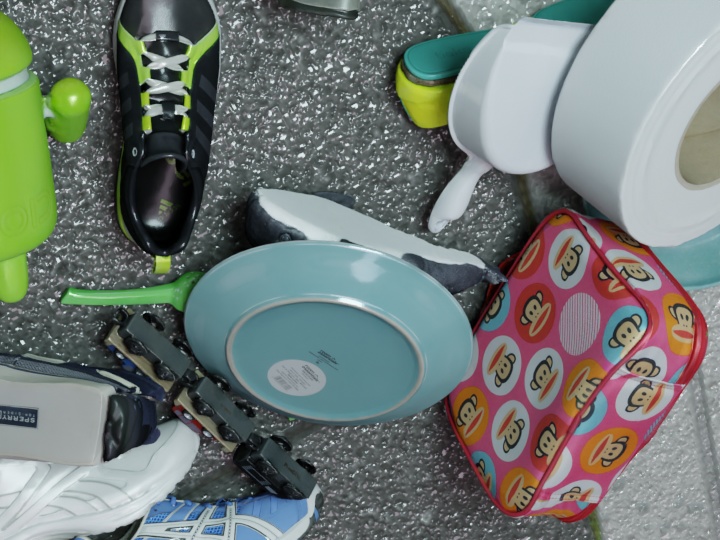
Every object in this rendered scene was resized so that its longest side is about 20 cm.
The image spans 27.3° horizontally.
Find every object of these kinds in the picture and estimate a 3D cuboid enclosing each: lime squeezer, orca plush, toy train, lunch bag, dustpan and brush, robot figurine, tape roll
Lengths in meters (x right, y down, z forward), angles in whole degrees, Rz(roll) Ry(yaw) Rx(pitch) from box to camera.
[{"bbox_3d":[-0.106,0.043,1.047,0.200,0.038,0.071,30,100,-25],"label":"lime squeezer"},{"bbox_3d":[0.000,0.000,1.038,0.200,0.105,0.071,7,120,-42],"label":"orca plush"},{"bbox_3d":[-0.107,0.096,1.044,0.200,0.046,0.034,47,54,-24],"label":"toy train"},{"bbox_3d":[0.139,0.061,1.055,0.082,0.176,0.200,11,122,-34],"label":"lunch bag"},{"bbox_3d":[0.099,-0.093,1.000,0.139,0.057,0.200,-2,129,-37],"label":"dustpan and brush"},{"bbox_3d":[-0.252,-0.078,0.911,0.175,0.116,0.200,-10,113,-14],"label":"robot figurine"},{"bbox_3d":[0.223,-0.116,0.976,0.202,0.071,0.203,-27,141,-24],"label":"tape roll"}]

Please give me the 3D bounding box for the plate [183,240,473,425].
[{"bbox_3d":[-0.023,0.054,1.010,0.200,0.026,0.200,4,139,3],"label":"plate"}]

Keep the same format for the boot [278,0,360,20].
[{"bbox_3d":[0.009,-0.215,0.921,0.068,0.200,0.131,-15,124,-60],"label":"boot"}]

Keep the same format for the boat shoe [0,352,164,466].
[{"bbox_3d":[-0.229,0.092,1.001,0.200,0.093,0.075,10,93,20],"label":"boat shoe"}]

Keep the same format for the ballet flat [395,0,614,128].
[{"bbox_3d":[0.121,-0.144,1.035,0.200,0.067,0.067,-15,136,-8],"label":"ballet flat"}]

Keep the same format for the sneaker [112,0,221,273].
[{"bbox_3d":[-0.121,-0.097,0.962,0.072,0.083,0.200,-3,111,-16],"label":"sneaker"}]

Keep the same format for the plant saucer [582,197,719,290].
[{"bbox_3d":[0.251,-0.084,1.105,0.200,0.036,0.200,-6,111,-15],"label":"plant saucer"}]

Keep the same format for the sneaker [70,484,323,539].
[{"bbox_3d":[-0.119,0.194,1.081,0.200,0.076,0.077,-24,89,-21],"label":"sneaker"}]

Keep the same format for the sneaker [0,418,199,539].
[{"bbox_3d":[-0.211,0.141,1.035,0.200,0.078,0.099,-25,100,-14],"label":"sneaker"}]
